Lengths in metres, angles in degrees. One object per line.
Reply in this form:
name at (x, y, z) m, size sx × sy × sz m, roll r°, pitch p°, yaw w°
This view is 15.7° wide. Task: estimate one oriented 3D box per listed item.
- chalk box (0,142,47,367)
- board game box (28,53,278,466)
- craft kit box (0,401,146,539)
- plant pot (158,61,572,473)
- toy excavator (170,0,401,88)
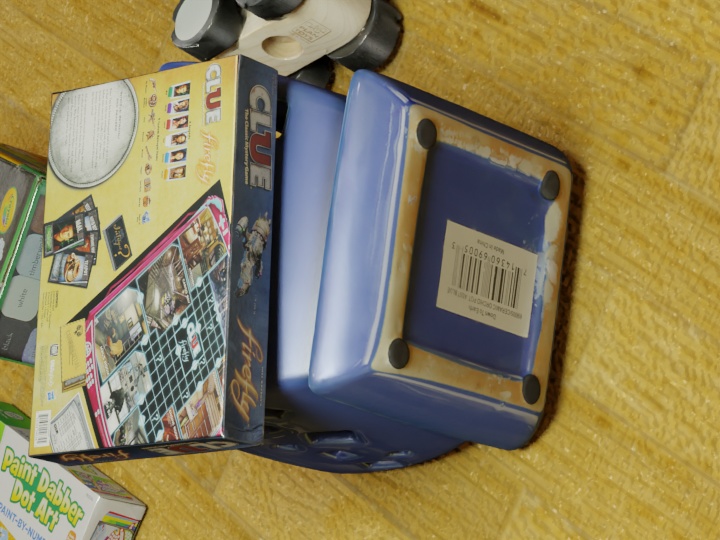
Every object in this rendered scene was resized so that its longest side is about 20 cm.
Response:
chalk box at (-0.208, -0.004, 1.733) m, size 0.200 × 0.123 × 0.125 m, roll 26°, pitch 97°, yaw 50°
board game box at (-0.108, -0.003, 1.368) m, size 0.135 × 0.035 × 0.201 m, roll -8°, pitch 73°, yaw 36°
craft kit box at (-0.240, 0.209, 1.760) m, size 0.200 × 0.048 × 0.198 m, roll 27°, pitch 96°, yaw 51°
plant pot at (0.000, 0.000, 1.428) m, size 0.179 × 0.200 × 0.201 m, roll -2°, pitch 75°, yaw 43°
toy excavator at (-0.019, -0.227, 1.614) m, size 0.194 × 0.100 × 0.201 m, roll -25°, pitch 50°, yaw 42°
